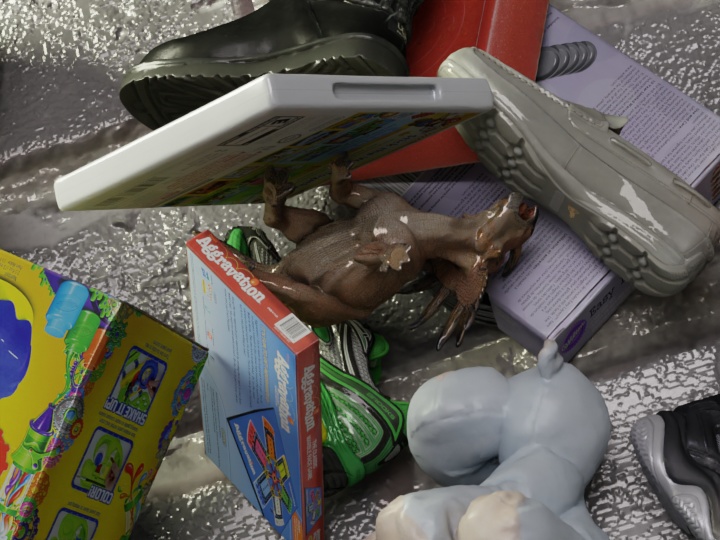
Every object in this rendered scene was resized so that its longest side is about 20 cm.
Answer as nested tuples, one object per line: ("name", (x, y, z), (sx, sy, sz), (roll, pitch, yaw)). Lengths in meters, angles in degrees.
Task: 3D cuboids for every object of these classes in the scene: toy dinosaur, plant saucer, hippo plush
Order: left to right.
("toy dinosaur", (0.000, 0.000, 1.218), (0.198, 0.136, 0.087), (-11, 60, 23))
("plant saucer", (0.024, -0.149, 1.351), (0.198, 0.037, 0.201), (-8, 51, 26))
("hippo plush", (0.090, 0.116, 1.151), (0.198, 0.160, 0.162), (-3, 61, 13))

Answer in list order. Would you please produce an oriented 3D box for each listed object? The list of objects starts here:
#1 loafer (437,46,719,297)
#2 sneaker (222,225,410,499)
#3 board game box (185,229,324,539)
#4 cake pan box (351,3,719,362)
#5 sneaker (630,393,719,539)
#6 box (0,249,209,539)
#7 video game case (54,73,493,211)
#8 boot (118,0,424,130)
("loafer", (0.132, -0.068, 1.231), (0.200, 0.070, 0.070), (42, 66, 6))
("sneaker", (-0.033, 0.051, 1.280), (0.084, 0.078, 0.201), (-20, 58, -18))
("board game box", (-0.060, 0.076, 1.190), (0.019, 0.201, 0.103), (-31, 56, -24))
("cake pan box", (0.117, -0.057, 1.308), (0.184, 0.052, 0.200), (35, 74, 30))
("sneaker", (0.245, 0.136, 1.148), (0.113, 0.076, 0.201), (-33, 56, -3))
("box", (-0.226, 0.086, 1.161), (0.199, 0.122, 0.194), (20, 83, 24))
("video game case", (-0.051, -0.074, 1.199), (0.199, 0.181, 0.023), (-21, 78, 43))
("boot", (-0.046, -0.165, 1.323), (0.209, 0.080, 0.159), (-4, 54, 22))
